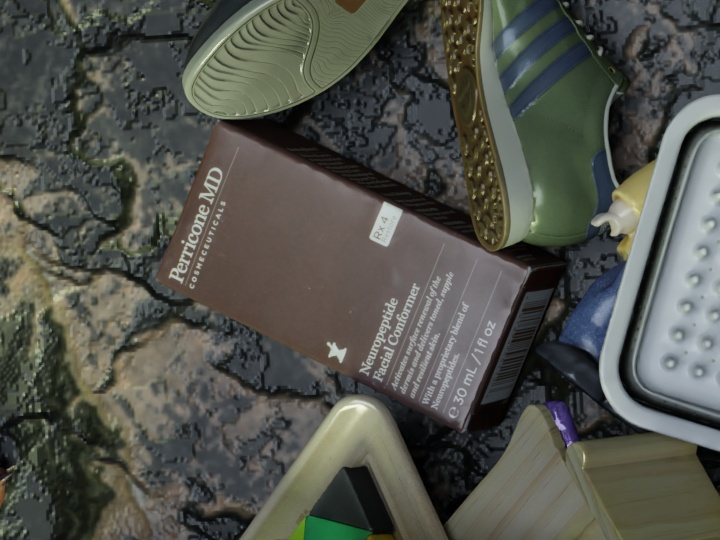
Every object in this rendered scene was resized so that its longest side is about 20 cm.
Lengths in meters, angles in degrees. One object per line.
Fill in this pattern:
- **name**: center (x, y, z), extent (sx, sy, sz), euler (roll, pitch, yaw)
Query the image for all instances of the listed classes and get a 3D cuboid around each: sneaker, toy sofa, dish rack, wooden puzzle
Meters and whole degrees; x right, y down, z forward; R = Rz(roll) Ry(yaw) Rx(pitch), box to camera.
- **sneaker**: center (0.098, -0.105, 1.493), extent (0.089, 0.067, 0.201), euler (-1, 69, -17)
- **toy sofa**: center (0.098, 0.155, 1.450), extent (0.200, 0.083, 0.098), euler (-55, 51, 39)
- **dish rack**: center (0.228, 0.016, 1.394), extent (0.199, 0.044, 0.173), euler (17, 89, -2)
- **sneaker**: center (-0.024, -0.173, 1.515), extent (0.200, 0.075, 0.106), euler (-40, 41, 14)
- **wooden puzzle**: center (-0.004, 0.196, 1.487), extent (0.185, 0.037, 0.201), euler (-55, 51, 38)

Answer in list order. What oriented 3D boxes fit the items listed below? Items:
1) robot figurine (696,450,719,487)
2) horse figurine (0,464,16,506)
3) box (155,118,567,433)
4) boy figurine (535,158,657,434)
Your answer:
- **robot figurine**: center (0.227, 0.158, 1.454), extent (0.199, 0.058, 0.146), euler (-13, 86, 20)
- **horse figurine**: center (-0.302, 0.171, 1.647), extent (0.132, 0.050, 0.201), euler (28, 93, -1)
- **box**: center (0.000, 0.000, 1.525), extent (0.199, 0.075, 0.101), euler (25, 101, 19)
- **boy figurine**: center (0.183, -0.009, 1.449), extent (0.124, 0.064, 0.200), euler (40, 90, -15)
